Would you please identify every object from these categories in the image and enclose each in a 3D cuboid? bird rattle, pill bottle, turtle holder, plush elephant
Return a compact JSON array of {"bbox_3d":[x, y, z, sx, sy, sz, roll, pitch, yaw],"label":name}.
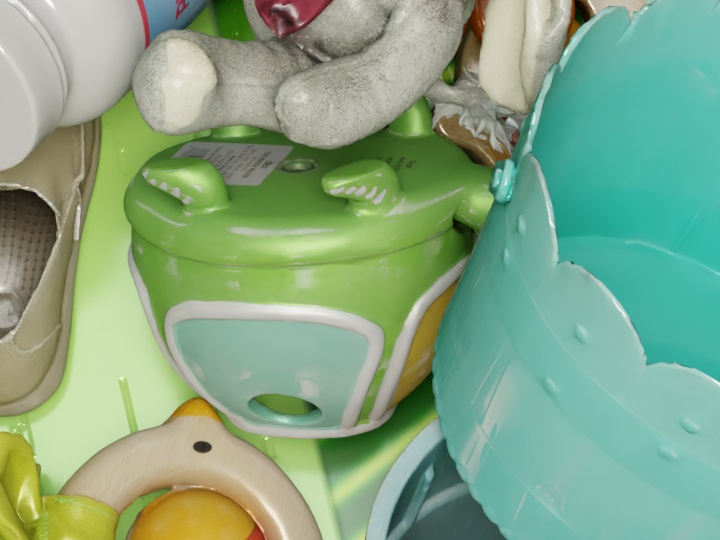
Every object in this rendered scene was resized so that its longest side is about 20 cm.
[{"bbox_3d":[-0.082,0.143,0.906,0.163,0.113,0.200,-39,84,-26],"label":"bird rattle"},{"bbox_3d":[-0.122,-0.132,0.919,0.109,0.109,0.200,30,47,5],"label":"pill bottle"},{"bbox_3d":[-0.006,-0.004,0.922,0.185,0.141,0.132,-8,113,-11],"label":"turtle holder"},{"bbox_3d":[0.019,-0.130,0.822,0.200,0.155,0.165,19,47,-22],"label":"plush elephant"}]

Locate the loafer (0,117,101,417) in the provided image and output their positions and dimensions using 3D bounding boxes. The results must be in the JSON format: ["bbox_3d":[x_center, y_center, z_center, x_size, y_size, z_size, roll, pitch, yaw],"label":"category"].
[{"bbox_3d":[-0.155,-0.038,0.957,0.075,0.068,0.201,-2,77,-2],"label":"loafer"}]

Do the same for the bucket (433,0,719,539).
[{"bbox_3d":[0.130,0.017,0.751,0.207,0.135,0.208,12,51,-15],"label":"bucket"}]

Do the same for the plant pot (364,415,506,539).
[{"bbox_3d":[0.066,0.178,0.827,0.200,0.196,0.201,11,51,-14],"label":"plant pot"}]

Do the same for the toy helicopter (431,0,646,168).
[{"bbox_3d":[0.091,-0.039,0.976,0.132,0.079,0.201,15,87,-7],"label":"toy helicopter"}]
